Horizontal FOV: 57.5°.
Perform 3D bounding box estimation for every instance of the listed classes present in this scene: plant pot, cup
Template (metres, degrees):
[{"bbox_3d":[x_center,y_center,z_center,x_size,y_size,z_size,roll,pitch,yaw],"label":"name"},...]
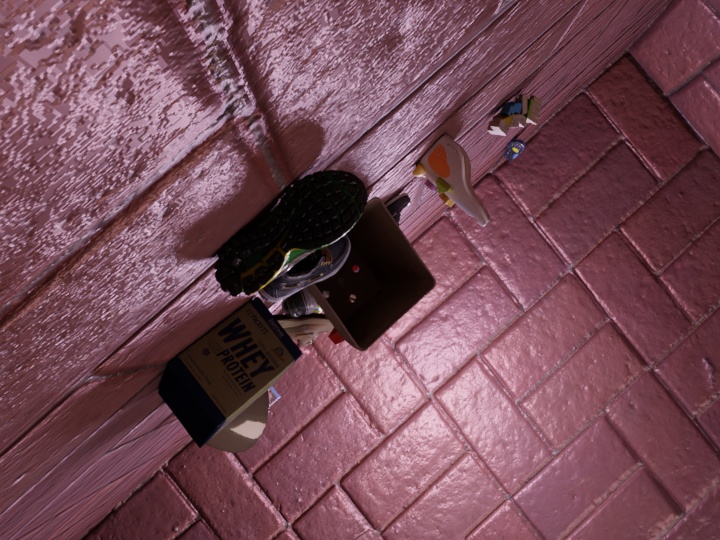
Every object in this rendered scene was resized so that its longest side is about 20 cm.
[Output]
[{"bbox_3d":[-0.013,0.012,1.248,0.199,0.202,0.176,-39,-172,-19],"label":"plant pot"},{"bbox_3d":[-0.321,0.302,1.461,0.200,0.203,0.142,-42,149,19],"label":"cup"}]

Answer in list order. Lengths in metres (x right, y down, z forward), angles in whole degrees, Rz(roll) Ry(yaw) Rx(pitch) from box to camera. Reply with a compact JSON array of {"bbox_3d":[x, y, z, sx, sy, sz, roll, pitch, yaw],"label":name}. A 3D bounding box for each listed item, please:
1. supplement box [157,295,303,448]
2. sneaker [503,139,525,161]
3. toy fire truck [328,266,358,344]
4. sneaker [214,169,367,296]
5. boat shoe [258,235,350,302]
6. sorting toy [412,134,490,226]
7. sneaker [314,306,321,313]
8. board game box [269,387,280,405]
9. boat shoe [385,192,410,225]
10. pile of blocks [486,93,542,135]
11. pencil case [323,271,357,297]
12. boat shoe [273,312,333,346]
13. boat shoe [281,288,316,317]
[{"bbox_3d":[-0.240,0.187,1.190,0.199,0.135,0.200,-38,175,-32],"label":"supplement box"},{"bbox_3d":[0.671,-0.538,2.821,0.079,0.066,0.200,-52,178,-7],"label":"sneaker"},{"bbox_3d":[-0.030,0.039,1.389,0.048,0.141,0.201,-30,-165,50],"label":"toy fire truck"},{"bbox_3d":[-0.079,-0.048,0.760,0.197,0.079,0.085,-33,-177,2],"label":"sneaker"},{"bbox_3d":[-0.071,-0.020,1.038,0.199,0.071,0.091,-36,178,-39],"label":"boat shoe"},{"bbox_3d":[0.203,-0.168,1.335,0.106,0.181,0.200,-41,176,15],"label":"sorting toy"},{"bbox_3d":[-0.128,0.095,1.739,0.105,0.076,0.200,-38,174,-47],"label":"sneaker"},{"bbox_3d":[-0.362,0.385,1.979,0.097,0.160,0.200,-41,177,24],"label":"board game box"},{"bbox_3d":[0.054,-0.103,1.441,0.199,0.063,0.073,-39,176,-38],"label":"boat shoe"},{"bbox_3d":[0.361,-0.381,1.580,0.061,0.084,0.198,16,-149,41],"label":"pile of blocks"},{"bbox_3d":[-0.037,0.001,1.505,0.199,0.090,0.078,-38,149,5],"label":"pencil case"},{"bbox_3d":[-0.131,0.135,1.484,0.195,0.067,0.072,0,-173,-24],"label":"boat shoe"},{"bbox_3d":[-0.139,0.064,1.427,0.069,0.074,0.200,-15,176,-9],"label":"boat shoe"}]
